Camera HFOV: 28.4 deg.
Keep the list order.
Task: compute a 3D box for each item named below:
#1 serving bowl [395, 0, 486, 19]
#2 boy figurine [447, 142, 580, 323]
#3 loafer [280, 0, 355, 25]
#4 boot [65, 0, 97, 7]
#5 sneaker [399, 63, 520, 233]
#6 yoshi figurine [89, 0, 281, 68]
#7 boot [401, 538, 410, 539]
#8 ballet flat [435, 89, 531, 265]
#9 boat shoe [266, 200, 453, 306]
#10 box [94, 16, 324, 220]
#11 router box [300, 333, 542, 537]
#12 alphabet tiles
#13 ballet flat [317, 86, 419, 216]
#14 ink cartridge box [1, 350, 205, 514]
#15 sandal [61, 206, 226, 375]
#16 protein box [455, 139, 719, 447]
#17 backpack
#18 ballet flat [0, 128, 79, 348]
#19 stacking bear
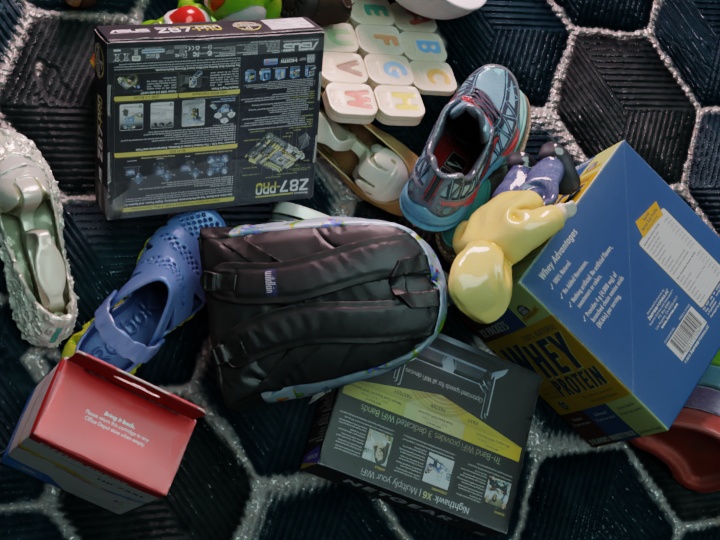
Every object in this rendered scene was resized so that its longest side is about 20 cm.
[{"bbox_3d":[0.044,-0.331,1.411,0.199,0.065,0.202,34,41,-36],"label":"serving bowl"},{"bbox_3d":[0.137,-0.035,1.279,0.065,0.123,0.201,55,43,-24],"label":"boy figurine"},{"bbox_3d":[-0.045,-0.311,1.381,0.071,0.073,0.203,16,55,-31],"label":"loafer"},{"bbox_3d":[-0.171,-0.305,1.330,0.165,0.072,0.202,27,82,-23],"label":"boot"},{"bbox_3d":[0.108,-0.128,1.326,0.078,0.096,0.201,26,57,3],"label":"sneaker"},{"bbox_3d":[-0.141,-0.213,1.299,0.199,0.112,0.113,-38,121,-3],"label":"yoshi figurine"},{"bbox_3d":[0.006,0.332,1.238,0.091,0.073,0.200,48,63,1],"label":"boot"},{"bbox_3d":[0.119,-0.088,1.405,0.070,0.066,0.202,17,66,14],"label":"ballet flat"},{"bbox_3d":[0.000,0.000,1.332,0.198,0.073,0.063,24,80,-12],"label":"boat shoe"},{"bbox_3d":[-0.132,-0.135,1.249,0.197,0.049,0.164,-8,117,-24],"label":"box"},{"bbox_3d":[0.059,0.140,1.324,0.198,0.052,0.159,23,69,-16],"label":"router box"},{"bbox_3d":[-0.005,-0.221,1.372,0.193,0.015,0.202,1,53,-23],"label":"alphabet tiles"},{"bbox_3d":[-0.008,-0.112,1.353,0.199,0.063,0.069,38,109,-4],"label":"ballet flat"},{"bbox_3d":[-0.206,0.132,1.129,0.115,0.200,0.068,26,67,-14],"label":"ink cartridge box"},{"bbox_3d":[-0.176,0.023,1.237,0.079,0.087,0.201,37,63,-8],"label":"sandal"},{"bbox_3d":[0.241,0.025,1.387,0.200,0.135,0.199,43,64,-8],"label":"protein box"},{"bbox_3d":[-0.022,0.026,1.232,0.197,0.154,0.166,-14,82,17],"label":"backpack"},{"bbox_3d":[-0.279,-0.036,1.219,0.071,0.072,0.203,-14,81,-25],"label":"ballet flat"},{"bbox_3d":[0.364,0.103,1.438,0.121,0.113,0.202,38,58,-19],"label":"stacking bear"}]
